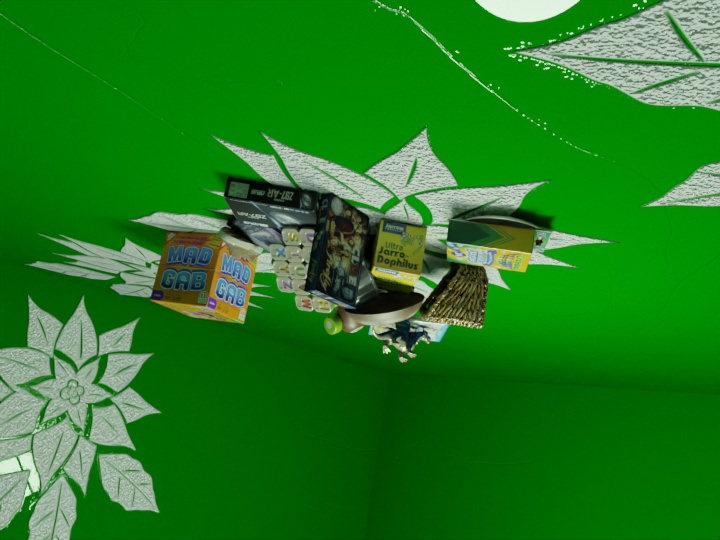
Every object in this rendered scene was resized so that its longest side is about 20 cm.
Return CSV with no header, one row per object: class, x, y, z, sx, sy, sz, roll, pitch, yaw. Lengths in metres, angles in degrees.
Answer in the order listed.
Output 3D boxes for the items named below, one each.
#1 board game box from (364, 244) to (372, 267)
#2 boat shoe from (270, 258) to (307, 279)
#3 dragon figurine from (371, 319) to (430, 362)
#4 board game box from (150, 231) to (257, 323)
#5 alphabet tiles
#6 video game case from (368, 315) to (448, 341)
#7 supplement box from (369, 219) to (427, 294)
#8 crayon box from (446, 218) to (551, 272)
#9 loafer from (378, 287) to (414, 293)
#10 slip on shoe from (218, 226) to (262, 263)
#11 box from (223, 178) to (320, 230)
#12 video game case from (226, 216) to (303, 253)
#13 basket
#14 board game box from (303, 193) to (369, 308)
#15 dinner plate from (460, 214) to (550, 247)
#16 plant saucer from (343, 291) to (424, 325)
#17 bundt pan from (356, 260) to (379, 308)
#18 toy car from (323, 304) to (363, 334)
board game box,0.000,0.000,1.630,0.121,0.032,0.199,54,153,-10
boat shoe,-0.145,-0.009,1.508,0.067,0.074,0.199,43,169,-30
dragon figurine,0.091,0.156,1.530,0.198,0.101,0.059,30,134,-27
board game box,-0.445,0.022,1.797,0.195,0.205,0.200,4,164,22
alphabet tiles,-0.119,0.000,1.395,0.191,0.205,0.015,5,-154,29
video game case,0.121,0.147,1.616,0.194,0.018,0.144,6,156,-1
supplement box,0.079,-0.025,1.430,0.106,0.112,0.200,10,165,-1
crayon box,0.271,-0.046,1.244,0.195,0.053,0.126,8,165,11
loafer,0.070,0.030,1.758,0.197,0.072,0.073,27,-165,-21
slip on shoe,-0.312,-0.060,1.596,0.075,0.061,0.200,36,-177,12
box,-0.181,-0.134,1.347,0.194,0.045,0.161,10,165,3
video game case,-0.222,-0.079,1.549,0.198,0.019,0.141,35,155,-28
basket,0.224,0.050,1.517,0.145,0.147,0.200,7,-176,3
board game box,-0.046,-0.038,1.293,0.034,0.205,0.134,-3,162,37
dinner plate,0.285,-0.077,1.265,0.195,0.025,0.201,10,164,3
plant saucer,0.058,0.092,1.486,0.195,0.038,0.201,-10,-169,2
bundt pan,-0.041,0.003,1.454,0.075,0.204,0.203,-33,164,-11
toy car,0.019,0.120,1.768,0.197,0.162,0.162,21,-154,40
